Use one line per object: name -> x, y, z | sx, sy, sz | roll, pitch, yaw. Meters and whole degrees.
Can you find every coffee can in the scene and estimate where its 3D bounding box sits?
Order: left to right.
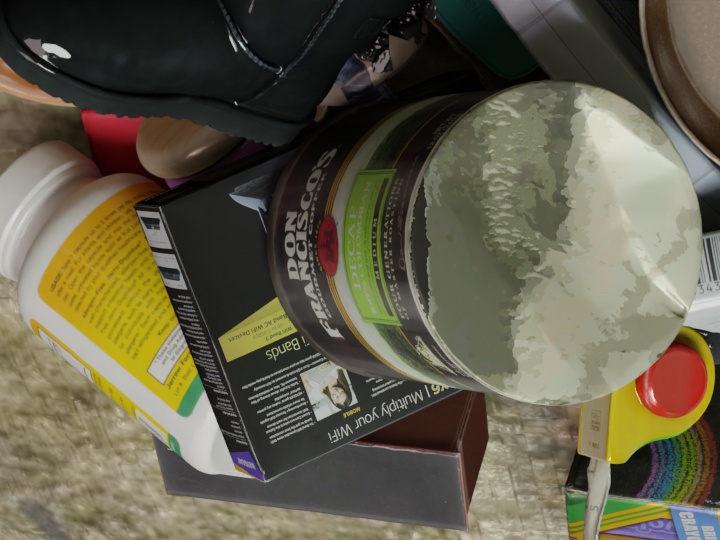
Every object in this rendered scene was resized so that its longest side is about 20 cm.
coffee can -> 0.054, -0.015, 1.136 | 0.146, 0.147, 0.200 | 37, 168, -17

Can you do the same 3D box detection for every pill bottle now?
pill bottle -> -0.124, 0.015, 1.352 | 0.200, 0.113, 0.113 | 37, 140, 20

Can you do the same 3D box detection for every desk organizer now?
desk organizer -> -0.023, 0.101, 1.481 | 0.199, 0.077, 0.072 | 5, 134, 15

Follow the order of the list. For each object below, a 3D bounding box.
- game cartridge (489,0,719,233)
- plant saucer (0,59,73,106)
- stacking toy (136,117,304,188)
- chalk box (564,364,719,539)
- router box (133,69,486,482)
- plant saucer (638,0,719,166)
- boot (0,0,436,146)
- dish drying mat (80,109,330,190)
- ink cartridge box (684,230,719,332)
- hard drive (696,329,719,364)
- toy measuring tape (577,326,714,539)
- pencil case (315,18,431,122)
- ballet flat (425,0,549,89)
game cartridge -> 0.125, -0.111, 1.174 | 0.041, 0.133, 0.200 | -36, 112, 18
plant saucer -> -0.174, -0.177, 1.291 | 0.200, 0.038, 0.200 | 10, 136, 10
stacking toy -> -0.037, -0.028, 1.336 | 0.085, 0.086, 0.200 | -18, 129, 33
chalk box -> 0.231, 0.139, 1.393 | 0.199, 0.125, 0.124 | 8, 135, 15
router box -> 0.000, 0.000, 1.262 | 0.052, 0.200, 0.158 | 7, 119, 69
plant saucer -> 0.229, -0.134, 1.130 | 0.200, 0.034, 0.201 | -1, 104, -4
boot -> -0.056, -0.140, 1.115 | 0.198, 0.074, 0.162 | 13, 136, -35
dish drying mat -> -0.062, -0.063, 1.377 | 0.199, 0.018, 0.077 | 5, 133, 15
ink cartridge box -> 0.257, -0.009, 1.190 | 0.196, 0.200, 0.043 | -14, 83, 18
hard drive -> 0.186, -0.006, 1.326 | 0.199, 0.042, 0.135 | -7, 131, 26
toy measuring tape -> 0.158, 0.096, 1.308 | 0.073, 0.074, 0.201 | 5, 94, 15
pencil case -> -0.050, -0.167, 1.213 | 0.200, 0.089, 0.078 | 44, 173, -28
ballet flat -> 0.092, -0.112, 1.241 | 0.070, 0.065, 0.200 | -27, 121, 15
